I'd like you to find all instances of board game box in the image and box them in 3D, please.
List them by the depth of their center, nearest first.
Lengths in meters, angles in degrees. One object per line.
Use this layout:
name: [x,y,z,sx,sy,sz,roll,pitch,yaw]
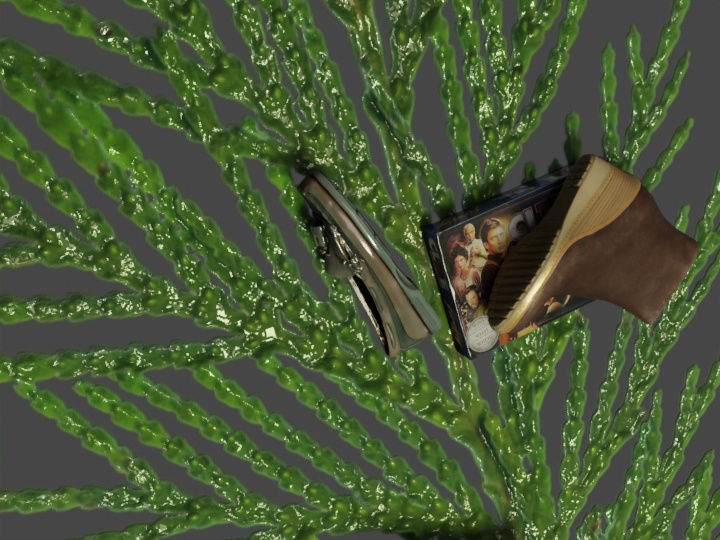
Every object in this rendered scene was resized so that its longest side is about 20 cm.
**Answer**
board game box: [0.169,-0.015,0.914,0.198,0.035,0.137,-24,109,-14]

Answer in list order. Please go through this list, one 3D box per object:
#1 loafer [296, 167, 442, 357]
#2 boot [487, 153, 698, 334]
loafer: [0.000,0.000,0.837,0.063,0.072,0.201,-40,115,-1]
boot: [0.228,0.009,0.882,0.166,0.072,0.201,36,84,-22]
